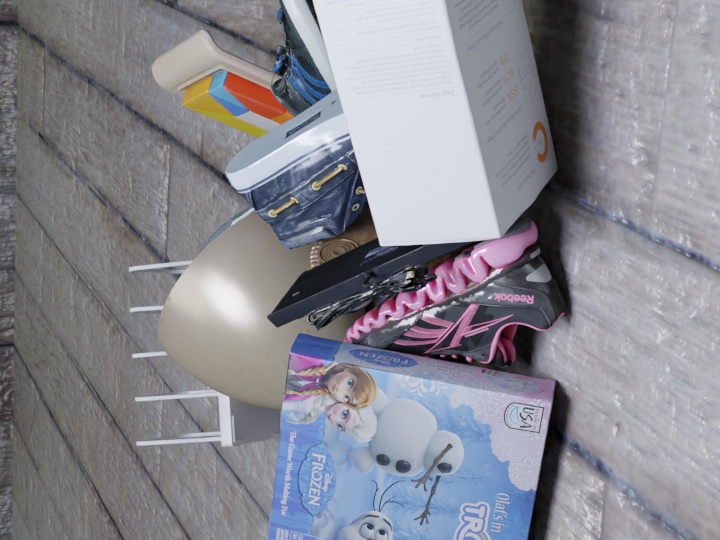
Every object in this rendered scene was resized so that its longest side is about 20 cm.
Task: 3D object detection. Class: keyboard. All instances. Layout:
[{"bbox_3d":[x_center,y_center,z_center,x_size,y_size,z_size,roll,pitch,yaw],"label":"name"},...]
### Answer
[{"bbox_3d":[0.014,0.001,1.118,0.199,0.127,0.021,-25,106,31],"label":"keyboard"}]

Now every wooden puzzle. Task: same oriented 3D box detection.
[{"bbox_3d":[-0.091,-0.152,1.424,0.185,0.199,0.037,-5,60,67],"label":"wooden puzzle"}]

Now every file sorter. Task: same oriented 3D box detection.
[{"bbox_3d":[-0.170,0.086,1.633,0.139,0.124,0.201,5,-99,-71],"label":"file sorter"}]

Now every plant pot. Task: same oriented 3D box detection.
[{"bbox_3d":[-0.071,0.054,1.420,0.134,0.200,0.201,45,138,25],"label":"plant pot"}]

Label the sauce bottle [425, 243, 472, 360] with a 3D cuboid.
[{"bbox_3d":[0.064,0.028,1.223,0.066,0.066,0.201,-122,36,-50],"label":"sauce bottle"}]

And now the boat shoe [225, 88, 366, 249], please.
[{"bbox_3d":[-0.005,-0.094,1.217,0.200,0.091,0.071,-27,26,23],"label":"boat shoe"}]

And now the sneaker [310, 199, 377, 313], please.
[{"bbox_3d":[0.000,0.000,1.297,0.200,0.070,0.109,-85,-9,-55],"label":"sneaker"}]

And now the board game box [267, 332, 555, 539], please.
[{"bbox_3d":[0.034,0.162,1.148,0.043,0.198,0.201,-65,-17,-68],"label":"board game box"}]

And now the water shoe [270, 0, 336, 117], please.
[{"bbox_3d":[-0.045,-0.167,1.279,0.072,0.078,0.200,-84,-24,-44],"label":"water shoe"}]

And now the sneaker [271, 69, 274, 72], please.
[{"bbox_3d":[-0.031,-0.203,1.435,0.200,0.078,0.100,-7,70,66],"label":"sneaker"}]

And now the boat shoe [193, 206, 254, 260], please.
[{"bbox_3d":[-0.108,-0.032,1.502,0.200,0.062,0.073,-36,80,22],"label":"boat shoe"}]

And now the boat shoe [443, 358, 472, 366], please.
[{"bbox_3d":[0.082,0.163,1.207,0.073,0.074,0.201,-81,-7,-70],"label":"boat shoe"}]

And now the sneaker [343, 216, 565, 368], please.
[{"bbox_3d":[0.071,0.042,1.137,0.200,0.079,0.096,-30,97,39],"label":"sneaker"}]

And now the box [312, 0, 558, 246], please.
[{"bbox_3d":[0.055,-0.134,1.042,0.097,0.124,0.201,-3,114,30],"label":"box"}]
